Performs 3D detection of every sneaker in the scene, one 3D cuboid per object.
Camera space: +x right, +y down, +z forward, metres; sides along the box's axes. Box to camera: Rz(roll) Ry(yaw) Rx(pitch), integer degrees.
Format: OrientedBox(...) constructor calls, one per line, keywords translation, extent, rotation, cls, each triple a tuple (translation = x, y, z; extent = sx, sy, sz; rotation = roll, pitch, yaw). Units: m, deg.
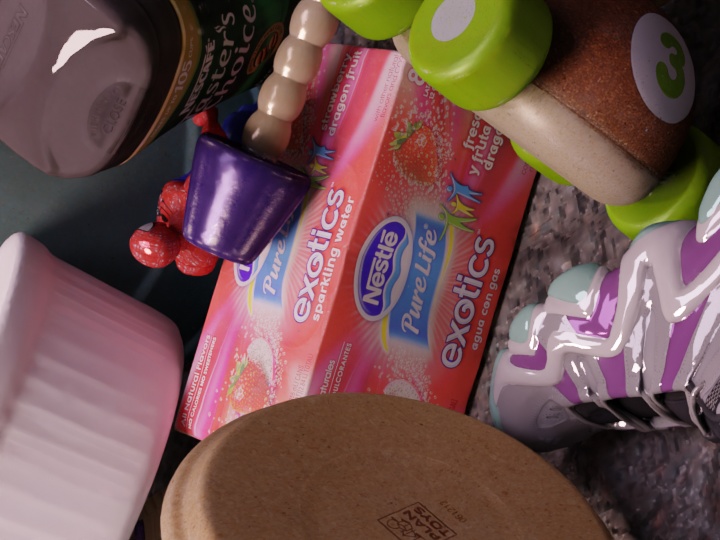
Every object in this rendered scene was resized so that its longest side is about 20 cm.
OrientedBox(translation=(0.135, 0.051, 0.922), extent=(0.200, 0.078, 0.140), rotation=(-44, 44, 33), cls="sneaker")

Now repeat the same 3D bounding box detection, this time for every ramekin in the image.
OrientedBox(translation=(-0.165, 0.091, 1.150), extent=(0.201, 0.098, 0.201), rotation=(-59, 16, 28), cls="ramekin")

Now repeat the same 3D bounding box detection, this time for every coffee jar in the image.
OrientedBox(translation=(-0.092, -0.116, 1.081), extent=(0.085, 0.200, 0.104), rotation=(38, 124, 11), cls="coffee jar")

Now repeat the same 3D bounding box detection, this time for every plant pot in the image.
OrientedBox(translation=(-0.182, -0.057, 1.275), extent=(0.200, 0.196, 0.201), rotation=(-26, 56, 44), cls="plant pot")

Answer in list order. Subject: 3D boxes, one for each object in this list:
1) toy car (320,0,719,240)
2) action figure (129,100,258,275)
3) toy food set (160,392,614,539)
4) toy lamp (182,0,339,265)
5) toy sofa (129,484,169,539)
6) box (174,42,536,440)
OrientedBox(translation=(0.113, -0.138, 0.976), extent=(0.200, 0.164, 0.158), rotation=(-54, 39, 4), cls="toy car")
OrientedBox(translation=(-0.069, -0.049, 1.148), extent=(0.200, 0.052, 0.066), rotation=(-60, -14, -61), cls="action figure")
OrientedBox(translation=(0.019, 0.119, 0.921), extent=(0.200, 0.198, 0.049), rotation=(28, 125, 18), cls="toy food set")
OrientedBox(translation=(-0.027, -0.100, 1.050), extent=(0.058, 0.058, 0.200), rotation=(29, 99, 53), cls="toy lamp")
OrientedBox(translation=(-0.077, 0.211, 1.124), extent=(0.098, 0.083, 0.200), rotation=(-34, 51, 39), cls="toy sofa")
OrientedBox(translation=(0.000, 0.000, 1.101), extent=(0.103, 0.095, 0.201), rotation=(16, 88, 54), cls="box")
